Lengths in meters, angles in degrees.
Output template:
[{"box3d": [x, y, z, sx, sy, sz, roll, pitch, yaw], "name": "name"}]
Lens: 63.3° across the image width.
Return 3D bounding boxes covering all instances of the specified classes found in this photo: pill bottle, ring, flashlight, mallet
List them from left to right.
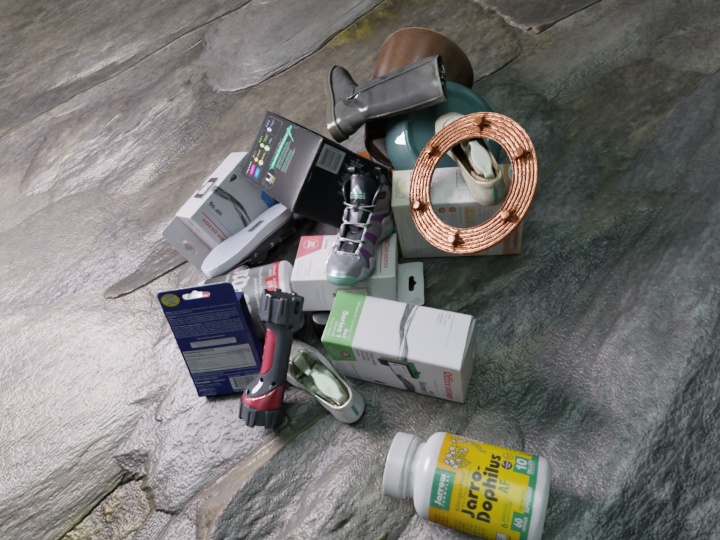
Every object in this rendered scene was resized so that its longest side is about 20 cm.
[{"box3d": [-0.199, 0.060, 0.949, 0.198, 0.114, 0.115, -13, 58, 4], "name": "pill bottle"}, {"box3d": [-0.135, 0.128, 0.859, 0.067, 0.202, 0.068, -1, 16, -36], "name": "flashlight"}, {"box3d": [0.009, 0.054, 0.960, 0.199, 0.066, 0.041, -27, 56, -22], "name": "mallet"}, {"box3d": [0.135, 0.274, 0.751, 0.198, 0.113, 0.114, 11, 62, 18], "name": "pill bottle"}, {"box3d": [0.148, -0.122, 0.805, 0.199, 0.019, 0.203, -11, 73, 38], "name": "ring"}]

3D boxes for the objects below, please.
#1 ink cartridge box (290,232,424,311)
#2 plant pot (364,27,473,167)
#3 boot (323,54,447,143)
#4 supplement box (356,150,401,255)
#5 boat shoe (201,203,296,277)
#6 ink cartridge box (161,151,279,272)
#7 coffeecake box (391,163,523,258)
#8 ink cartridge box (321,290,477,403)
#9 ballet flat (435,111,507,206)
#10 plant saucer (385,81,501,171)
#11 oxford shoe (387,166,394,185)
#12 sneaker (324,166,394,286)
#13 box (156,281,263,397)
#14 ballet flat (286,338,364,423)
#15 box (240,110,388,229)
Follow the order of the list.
[{"box3d": [0.000, 0.000, 0.919, 0.198, 0.068, 0.117, -2, 38, 6], "name": "ink cartridge box"}, {"box3d": [0.086, -0.293, 1.056, 0.185, 0.187, 0.201, 15, 64, 20], "name": "plant pot"}, {"box3d": [0.039, -0.306, 0.954, 0.199, 0.072, 0.183, -24, 55, 25], "name": "boot"}, {"box3d": [0.014, -0.114, 1.036, 0.066, 0.069, 0.201, -18, 60, 4], "name": "supplement box"}, {"box3d": [-0.186, -0.040, 1.022, 0.069, 0.067, 0.200, 8, 43, 42], "name": "boat shoe"}, {"box3d": [-0.242, -0.100, 1.045, 0.066, 0.116, 0.201, 12, 59, 49], "name": "ink cartridge box"}, {"box3d": [0.158, -0.091, 0.938, 0.198, 0.154, 0.074, -1, 59, 11], "name": "coffeecake box"}, {"box3d": [0.062, 0.112, 0.843, 0.198, 0.146, 0.085, 10, 63, 18], "name": "ink cartridge box"}, {"box3d": [0.165, -0.183, 0.864, 0.067, 0.063, 0.201, -23, 56, 0], "name": "ballet flat"}, {"box3d": [0.141, -0.222, 0.962, 0.198, 0.036, 0.202, 0, 85, -5], "name": "plant saucer"}, {"box3d": [0.136, -0.162, 1.036, 0.199, 0.071, 0.072, 20, 67, 24], "name": "oxford shoe"}, {"box3d": [-0.007, -0.082, 0.852, 0.077, 0.141, 0.201, 6, 39, 17], "name": "sneaker"}, {"box3d": [-0.218, 0.102, 0.886, 0.120, 0.202, 0.033, -8, 31, 7], "name": "box"}, {"box3d": [-0.075, 0.155, 0.895, 0.199, 0.070, 0.070, 34, 71, 28], "name": "ballet flat"}, {"box3d": [-0.082, -0.166, 0.981, 0.200, 0.148, 0.125, 36, 104, 47], "name": "box"}]
